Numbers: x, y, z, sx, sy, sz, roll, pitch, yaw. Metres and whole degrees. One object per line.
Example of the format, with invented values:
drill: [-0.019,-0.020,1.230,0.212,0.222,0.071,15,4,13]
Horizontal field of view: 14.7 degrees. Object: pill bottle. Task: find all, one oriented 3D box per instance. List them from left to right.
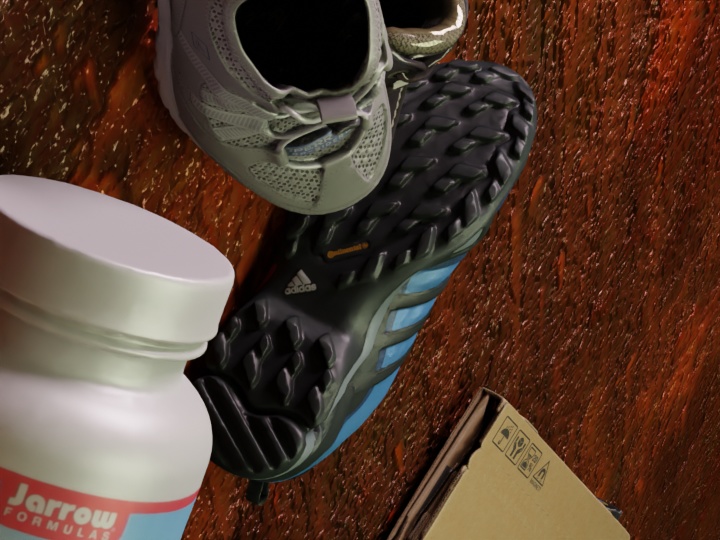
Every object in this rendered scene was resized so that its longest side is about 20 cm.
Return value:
pill bottle: [-0.111,0.078,0.860,0.109,0.109,0.200,-11,124,-67]

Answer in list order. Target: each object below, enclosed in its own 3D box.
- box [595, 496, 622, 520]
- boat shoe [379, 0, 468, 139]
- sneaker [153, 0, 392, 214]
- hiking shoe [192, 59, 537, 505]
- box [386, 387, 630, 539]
box: [0.077,0.218,1.634,0.200,0.044,0.160,-65,162,2]
boat shoe: [0.006,-0.096,1.014,0.072,0.065,0.200,-46,154,-40]
sneaker: [-0.026,-0.067,0.915,0.075,0.082,0.200,-32,149,-4]
hiking shoe: [0.000,0.000,1.133,0.200,0.074,0.087,-51,167,-7]
box: [0.066,0.172,1.495,0.164,0.021,0.200,-58,146,-10]
